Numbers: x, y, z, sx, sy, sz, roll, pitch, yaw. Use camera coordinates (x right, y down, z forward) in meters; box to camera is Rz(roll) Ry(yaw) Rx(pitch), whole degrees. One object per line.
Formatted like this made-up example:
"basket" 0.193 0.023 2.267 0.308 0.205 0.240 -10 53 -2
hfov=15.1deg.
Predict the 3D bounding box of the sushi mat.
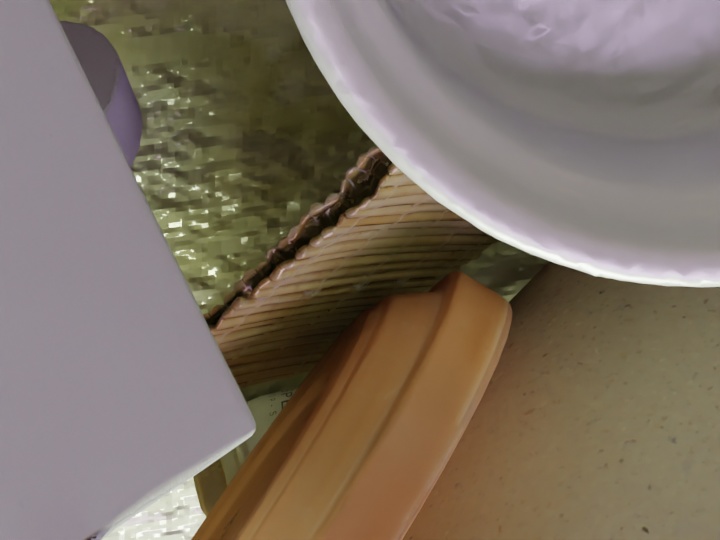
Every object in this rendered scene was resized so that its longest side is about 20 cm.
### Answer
"sushi mat" 0.000 0.000 0.721 0.096 0.012 0.200 -39 171 14

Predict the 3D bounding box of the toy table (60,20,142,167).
"toy table" -0.131 0.034 0.691 0.200 0.184 0.117 -26 124 -7

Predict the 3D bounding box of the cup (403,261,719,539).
"cup" 0.106 0.057 0.773 0.200 0.200 0.143 30 76 -39

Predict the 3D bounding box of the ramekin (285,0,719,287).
"ramekin" 0.073 -0.103 0.616 0.200 0.098 0.201 -1 101 -5

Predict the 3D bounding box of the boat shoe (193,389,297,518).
"boat shoe" 0.013 0.107 0.875 0.069 0.074 0.200 -21 136 10

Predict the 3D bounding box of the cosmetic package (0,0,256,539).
"cosmetic package" -0.119 -0.025 0.559 0.113 0.081 0.200 -30 107 -26

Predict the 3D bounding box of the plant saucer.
"plant saucer" -0.029 0.082 0.707 0.032 0.200 0.200 35 120 -3
